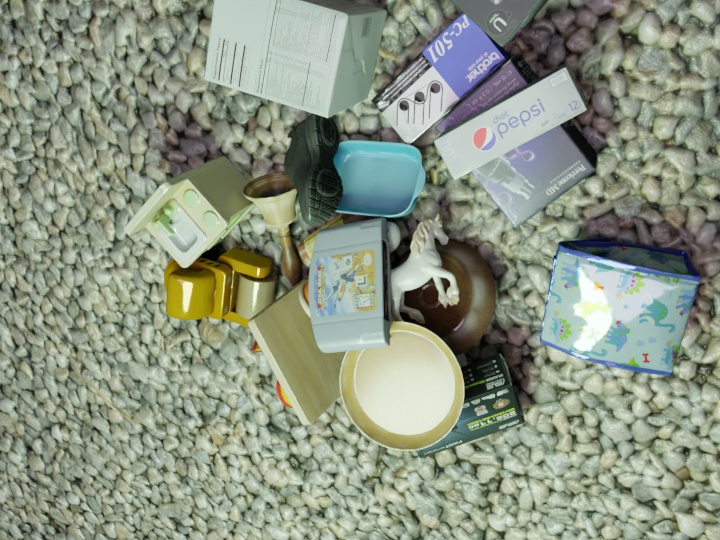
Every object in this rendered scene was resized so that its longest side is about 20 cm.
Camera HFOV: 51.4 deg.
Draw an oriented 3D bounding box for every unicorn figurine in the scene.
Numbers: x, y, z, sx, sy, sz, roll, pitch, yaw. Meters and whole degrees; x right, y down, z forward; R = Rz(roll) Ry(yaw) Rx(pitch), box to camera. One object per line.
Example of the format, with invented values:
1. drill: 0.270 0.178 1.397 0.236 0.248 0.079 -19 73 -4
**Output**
1. unicorn figurine: 0.094 0.006 1.169 0.199 0.074 0.138 -33 87 -5

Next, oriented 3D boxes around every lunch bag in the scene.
1. lunch bag: 0.382 0.049 1.129 0.198 0.128 0.172 7 113 7

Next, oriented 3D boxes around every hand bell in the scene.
1. hand bell: -0.132 -0.059 1.307 0.103 0.104 0.202 1 121 19

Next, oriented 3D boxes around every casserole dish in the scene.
1. casserole dish: 0.021 -0.143 1.200 0.198 0.039 0.122 9 81 30

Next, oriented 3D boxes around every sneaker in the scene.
1. sneaker: -0.082 -0.157 1.206 0.090 0.202 0.076 -20 147 35

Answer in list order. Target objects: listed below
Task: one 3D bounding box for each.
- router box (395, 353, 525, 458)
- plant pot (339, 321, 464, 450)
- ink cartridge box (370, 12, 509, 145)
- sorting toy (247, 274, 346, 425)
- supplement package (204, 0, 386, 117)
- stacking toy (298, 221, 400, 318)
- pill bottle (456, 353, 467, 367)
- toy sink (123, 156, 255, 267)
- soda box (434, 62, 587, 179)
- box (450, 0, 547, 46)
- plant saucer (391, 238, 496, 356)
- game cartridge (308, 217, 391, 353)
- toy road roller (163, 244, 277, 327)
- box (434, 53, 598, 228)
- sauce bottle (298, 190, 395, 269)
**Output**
1. router box: 0.162 0.229 1.241 0.198 0.063 0.150 -21 141 8
2. plant pot: 0.064 0.176 1.155 0.198 0.027 0.202 3 98 18
3. ink cartridge box: 0.118 -0.292 1.140 0.200 0.044 0.094 -38 95 27
4. sorting toy: -0.098 0.132 1.300 0.069 0.199 0.201 -18 103 41
5. supplement package: -0.092 -0.338 1.116 0.198 0.191 0.148 19 114 11
6. stacking toy: 0.000 0.000 1.231 0.146 0.146 0.201 34 114 5
7. pill bottle: 0.082 0.187 1.301 0.200 0.104 0.104 -40 93 28
8. toy sink: -0.278 -0.093 1.271 0.112 0.200 0.130 48 117 -2
9. soda box: 0.203 -0.201 1.014 0.199 0.068 0.064 -26 100 25
10. box: 0.164 -0.418 1.032 0.200 0.122 0.106 42 117 1
11. plant saucer: 0.119 0.042 1.216 0.199 0.037 0.202 -7 75 25
12. game cartridge: -0.018 0.024 1.162 0.132 0.041 0.202 -8 73 22
13. toy road roller: -0.261 0.036 1.343 0.198 0.146 0.124 16 115 13
14. box: 0.232 -0.191 1.104 0.148 0.104 0.200 -39 93 27
15. sauce bottle: -0.015 -0.069 1.261 0.199 0.066 0.066 -29 98 28
